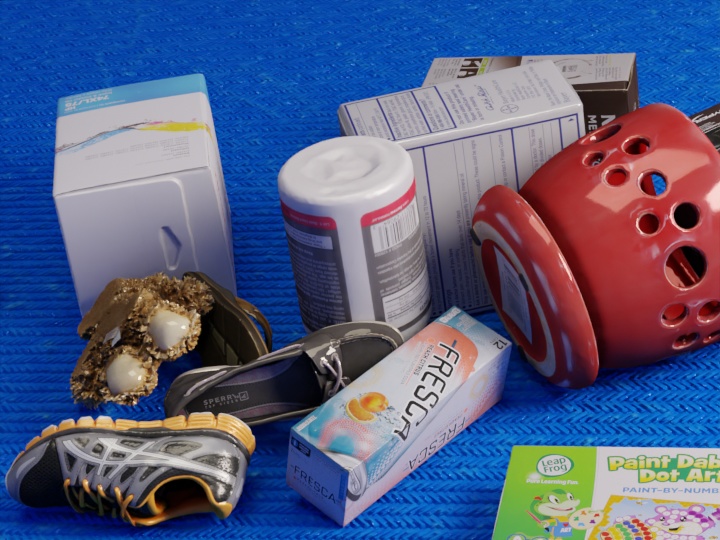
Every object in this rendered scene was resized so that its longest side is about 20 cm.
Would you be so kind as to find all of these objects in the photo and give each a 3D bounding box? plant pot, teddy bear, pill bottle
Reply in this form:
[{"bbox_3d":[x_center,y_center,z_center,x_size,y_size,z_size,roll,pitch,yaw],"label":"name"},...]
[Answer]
[{"bbox_3d":[0.203,-0.010,1.593,0.182,0.201,0.200,-26,34,-12],"label":"plant pot"},{"bbox_3d":[-0.183,0.061,1.670,0.145,0.067,0.200,-58,20,-16],"label":"teddy bear"},{"bbox_3d":[0.000,0.000,1.620,0.111,0.200,0.111,-6,31,4],"label":"pill bottle"}]

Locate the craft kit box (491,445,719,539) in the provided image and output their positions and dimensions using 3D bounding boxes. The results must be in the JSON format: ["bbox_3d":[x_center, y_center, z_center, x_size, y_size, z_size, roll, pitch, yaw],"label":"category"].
[{"bbox_3d":[0.192,0.199,1.395,0.200,0.049,0.198,-1,29,14],"label":"craft kit box"}]

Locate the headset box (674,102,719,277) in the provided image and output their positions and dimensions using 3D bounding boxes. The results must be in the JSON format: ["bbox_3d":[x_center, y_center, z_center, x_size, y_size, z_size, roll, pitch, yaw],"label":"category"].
[{"bbox_3d":[0.347,-0.035,1.634,0.077,0.149,0.200,-23,34,-21],"label":"headset box"}]

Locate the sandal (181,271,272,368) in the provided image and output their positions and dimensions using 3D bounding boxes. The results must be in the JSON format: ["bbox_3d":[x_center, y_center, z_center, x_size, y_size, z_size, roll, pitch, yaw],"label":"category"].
[{"bbox_3d":[-0.108,0.061,1.690,0.055,0.082,0.200,6,19,-26],"label":"sandal"}]

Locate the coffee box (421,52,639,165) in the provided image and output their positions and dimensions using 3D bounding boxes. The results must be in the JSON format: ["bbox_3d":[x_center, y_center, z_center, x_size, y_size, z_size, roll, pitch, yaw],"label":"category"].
[{"bbox_3d":[0.166,-0.140,1.891,0.200,0.113,0.080,-1,32,16],"label":"coffee box"}]

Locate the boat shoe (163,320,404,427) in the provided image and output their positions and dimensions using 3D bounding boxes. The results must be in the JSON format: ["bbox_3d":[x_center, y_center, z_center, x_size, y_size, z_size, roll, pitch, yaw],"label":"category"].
[{"bbox_3d":[-0.060,0.093,1.570,0.200,0.067,0.057,-15,17,5],"label":"boat shoe"}]

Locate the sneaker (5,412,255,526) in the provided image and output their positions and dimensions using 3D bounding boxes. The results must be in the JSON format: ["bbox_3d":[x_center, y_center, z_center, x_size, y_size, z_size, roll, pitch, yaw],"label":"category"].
[{"bbox_3d":[-0.182,0.162,1.533,0.200,0.078,0.077,-10,48,11],"label":"sneaker"}]

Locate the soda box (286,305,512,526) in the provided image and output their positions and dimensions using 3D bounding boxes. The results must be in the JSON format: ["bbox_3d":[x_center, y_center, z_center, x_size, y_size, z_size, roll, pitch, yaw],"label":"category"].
[{"bbox_3d":[0.032,0.111,1.546,0.064,0.068,0.200,33,49,26],"label":"soda box"}]

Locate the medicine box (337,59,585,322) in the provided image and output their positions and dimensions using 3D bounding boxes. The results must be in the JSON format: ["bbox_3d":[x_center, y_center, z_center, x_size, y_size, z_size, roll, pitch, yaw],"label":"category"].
[{"bbox_3d":[0.095,-0.066,1.720,0.200,0.182,0.103,-12,30,-4],"label":"medicine box"}]

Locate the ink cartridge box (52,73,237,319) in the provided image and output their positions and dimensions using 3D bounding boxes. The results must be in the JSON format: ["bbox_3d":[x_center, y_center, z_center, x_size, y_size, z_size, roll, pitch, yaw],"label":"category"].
[{"bbox_3d":[-0.200,-0.067,1.839,0.146,0.147,0.200,-10,30,-2],"label":"ink cartridge box"}]
